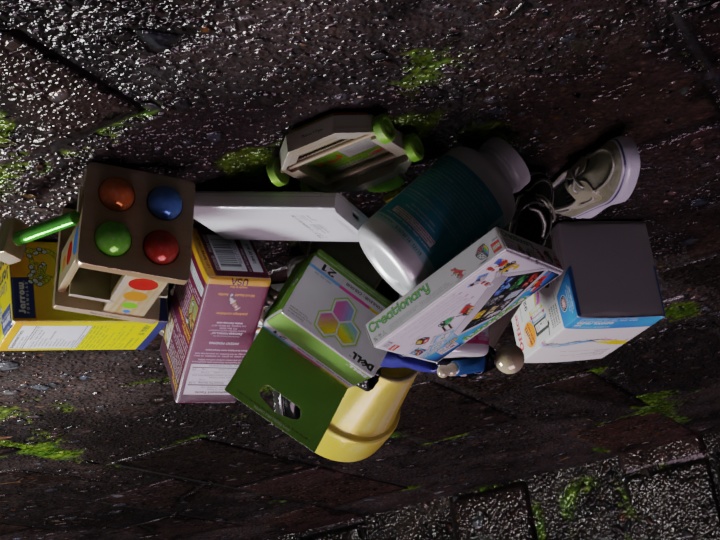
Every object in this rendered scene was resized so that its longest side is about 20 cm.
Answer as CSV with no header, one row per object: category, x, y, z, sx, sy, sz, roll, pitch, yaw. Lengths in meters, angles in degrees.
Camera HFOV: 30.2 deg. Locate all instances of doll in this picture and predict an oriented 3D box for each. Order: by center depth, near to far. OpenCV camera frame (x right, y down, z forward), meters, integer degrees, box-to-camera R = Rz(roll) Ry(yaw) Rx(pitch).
doll,0.115,0.117,1.748,0.199,0.049,0.136,2,-174,13

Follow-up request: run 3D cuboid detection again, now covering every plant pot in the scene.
plant pot,-0.005,0.175,2.144,0.200,0.202,0.189,5,140,-33

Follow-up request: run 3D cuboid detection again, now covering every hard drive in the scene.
hard drive,-0.097,-0.063,1.585,0.199,0.026,0.132,2,165,22

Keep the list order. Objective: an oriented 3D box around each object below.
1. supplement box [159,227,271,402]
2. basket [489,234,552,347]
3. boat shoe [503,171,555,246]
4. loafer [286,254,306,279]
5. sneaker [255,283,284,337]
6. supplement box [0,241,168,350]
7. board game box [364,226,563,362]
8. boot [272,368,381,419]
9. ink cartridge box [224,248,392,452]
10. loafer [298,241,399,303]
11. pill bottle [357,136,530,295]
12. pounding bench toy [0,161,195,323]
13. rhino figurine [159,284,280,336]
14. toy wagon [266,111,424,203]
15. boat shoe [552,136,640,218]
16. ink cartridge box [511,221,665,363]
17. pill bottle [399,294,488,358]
supplement box,-0.189,0.059,1.707,0.085,0.111,0.201,3,124,-24
basket,0.170,0.006,1.804,0.135,0.181,0.200,25,144,-4
boat shoe,0.203,-0.057,1.606,0.063,0.200,0.071,-24,114,42
loafer,0.000,0.000,1.800,0.199,0.070,0.070,-10,-178,10
sneaker,-0.139,0.065,1.926,0.198,0.079,0.080,5,154,-6
supplement box,-0.359,0.034,1.698,0.199,0.110,0.109,1,158,-28
board game box,0.117,0.032,1.504,0.200,0.035,0.126,-38,148,25
boot,-0.048,0.162,2.024,0.157,0.080,0.212,12,119,12
ink cartridge box,-0.054,0.101,1.663,0.147,0.201,0.076,36,151,-12
loafer,0.016,-0.007,1.720,0.199,0.070,0.076,21,111,-16
pill bottle,0.102,-0.066,1.537,0.200,0.111,0.111,-40,164,-11
pounding bench toy,-0.301,-0.038,1.499,0.199,0.125,0.156,10,154,-21
rhino figurine,-0.195,0.051,1.826,0.199,0.088,0.060,-5,129,-11
toy wagon,-0.006,-0.124,1.525,0.154,0.040,0.200,-19,158,26
boat shoe,0.284,-0.106,1.649,0.062,0.072,0.200,-6,163,-15
ink cartridge box,0.319,0.034,1.932,0.144,0.148,0.200,-1,158,-19
pill bottle,0.103,0.006,1.662,0.112,0.202,0.113,-1,174,0
